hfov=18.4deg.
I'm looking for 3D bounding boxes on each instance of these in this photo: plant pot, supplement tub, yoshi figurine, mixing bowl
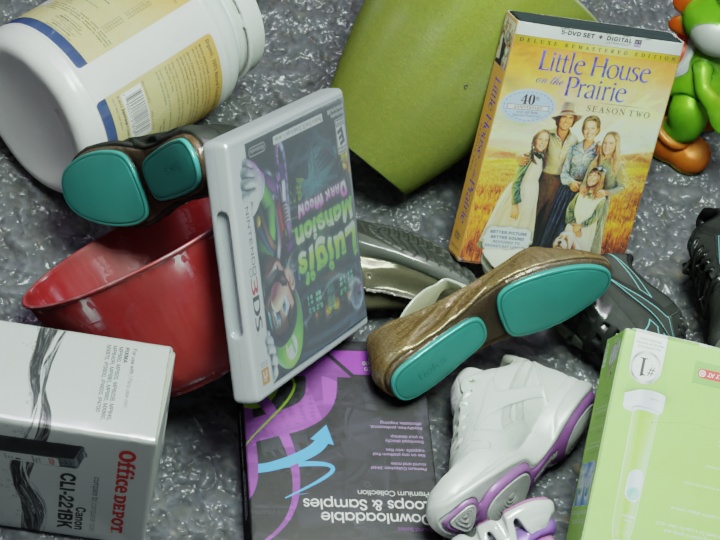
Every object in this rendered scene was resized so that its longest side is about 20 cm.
[{"bbox_3d":[0.063,-0.167,1.777,0.187,0.187,0.201,38,92,18],"label":"plant pot"},{"bbox_3d":[-0.187,-0.166,1.757,0.144,0.145,0.199,41,56,20],"label":"supplement tub"},{"bbox_3d":[0.308,-0.171,1.823,0.111,0.201,0.113,-18,58,-24],"label":"yoshi figurine"},{"bbox_3d":[-0.136,0.023,1.618,0.200,0.199,0.109,-34,106,-31],"label":"mixing bowl"}]

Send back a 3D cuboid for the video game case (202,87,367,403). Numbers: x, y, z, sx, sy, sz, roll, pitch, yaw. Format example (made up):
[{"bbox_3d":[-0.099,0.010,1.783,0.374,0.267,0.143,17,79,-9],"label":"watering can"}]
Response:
[{"bbox_3d":[-0.049,-0.022,1.583,0.023,0.184,0.200,0,15,23],"label":"video game case"}]

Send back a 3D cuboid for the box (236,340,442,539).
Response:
[{"bbox_3d":[-0.017,0.141,1.626,0.141,0.036,0.201,1,54,-10],"label":"box"}]

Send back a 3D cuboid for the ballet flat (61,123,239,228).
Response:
[{"bbox_3d":[-0.142,-0.071,1.622,0.068,0.199,0.069,-22,100,-36],"label":"ballet flat"}]

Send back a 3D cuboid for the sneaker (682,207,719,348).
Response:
[{"bbox_3d":[0.287,0.012,1.749,0.079,0.076,0.200,23,32,6],"label":"sneaker"}]

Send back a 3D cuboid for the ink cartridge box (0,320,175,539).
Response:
[{"bbox_3d":[-0.235,0.109,1.537,0.198,0.145,0.084,8,53,-4],"label":"ink cartridge box"}]

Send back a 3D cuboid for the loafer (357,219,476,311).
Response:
[{"bbox_3d":[0.000,0.000,1.725,0.198,0.070,0.075,19,15,-8],"label":"loafer"}]

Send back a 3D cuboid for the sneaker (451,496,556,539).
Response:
[{"bbox_3d":[0.059,0.235,1.520,0.199,0.080,0.089,-28,84,1],"label":"sneaker"}]

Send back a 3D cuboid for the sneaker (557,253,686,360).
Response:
[{"bbox_3d":[0.226,0.061,1.702,0.079,0.076,0.201,-20,61,-29],"label":"sneaker"}]

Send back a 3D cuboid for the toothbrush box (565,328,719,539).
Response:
[{"bbox_3d":[0.230,0.157,1.577,0.144,0.086,0.202,12,81,-1],"label":"toothbrush box"}]

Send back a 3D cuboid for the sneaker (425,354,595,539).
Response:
[{"bbox_3d":[0.091,0.129,1.635,0.099,0.075,0.200,30,38,19],"label":"sneaker"}]

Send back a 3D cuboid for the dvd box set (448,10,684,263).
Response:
[{"bbox_3d":[0.160,-0.096,1.732,0.145,0.202,0.029,6,23,-20],"label":"dvd box set"}]

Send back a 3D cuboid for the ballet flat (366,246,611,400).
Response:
[{"bbox_3d":[0.089,0.025,1.663,0.199,0.068,0.072,-30,46,-8],"label":"ballet flat"}]
